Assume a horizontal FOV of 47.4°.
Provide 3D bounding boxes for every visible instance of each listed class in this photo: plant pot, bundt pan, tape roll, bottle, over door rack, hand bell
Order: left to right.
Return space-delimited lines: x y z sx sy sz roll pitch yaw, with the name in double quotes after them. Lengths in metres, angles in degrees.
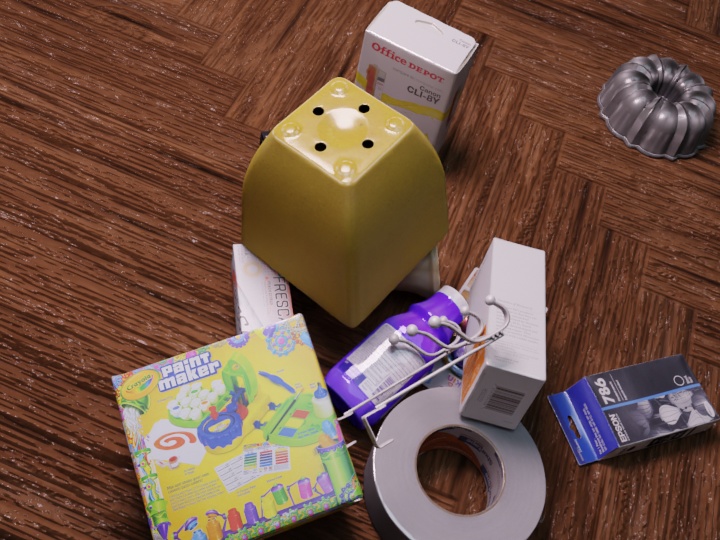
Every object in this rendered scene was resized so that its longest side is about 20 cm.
-0.018 -0.098 0.950 0.195 0.201 0.194 36 64 20 "plant pot"
0.000 0.000 1.071 0.197 0.105 0.105 -4 55 -1 "hand bell"
0.049 0.098 0.989 0.200 0.065 0.083 -42 75 -19 "bottle"
0.053 0.102 0.874 0.200 0.148 0.067 -40 90 -19 "over door rack"
0.105 0.237 0.926 0.198 0.066 0.202 6 54 -8 "tape roll"
0.505 -0.284 1.370 0.199 0.076 0.204 6 54 -9 "bundt pan"

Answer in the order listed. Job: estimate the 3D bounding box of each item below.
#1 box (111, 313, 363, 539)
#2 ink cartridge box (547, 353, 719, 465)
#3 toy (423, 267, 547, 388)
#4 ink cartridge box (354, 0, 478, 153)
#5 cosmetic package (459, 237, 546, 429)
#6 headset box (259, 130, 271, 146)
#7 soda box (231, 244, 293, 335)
-0.123 0.177 0.837 0.198 0.122 0.195 -17 74 -9 "box"
0.346 0.174 1.038 0.198 0.039 0.100 -11 59 -18 "ink cartridge box"
0.158 0.081 1.057 0.114 0.047 0.200 30 54 12 "toy"
0.068 -0.261 1.183 0.144 0.201 0.084 27 54 9 "ink cartridge box"
0.169 0.070 0.965 0.070 0.102 0.201 15 45 -2 "cosmetic package"
-0.028 -0.133 1.150 0.198 0.075 0.150 -13 60 -20 "headset box"
-0.118 0.063 1.002 0.067 0.064 0.202 -3 55 -14 "soda box"
